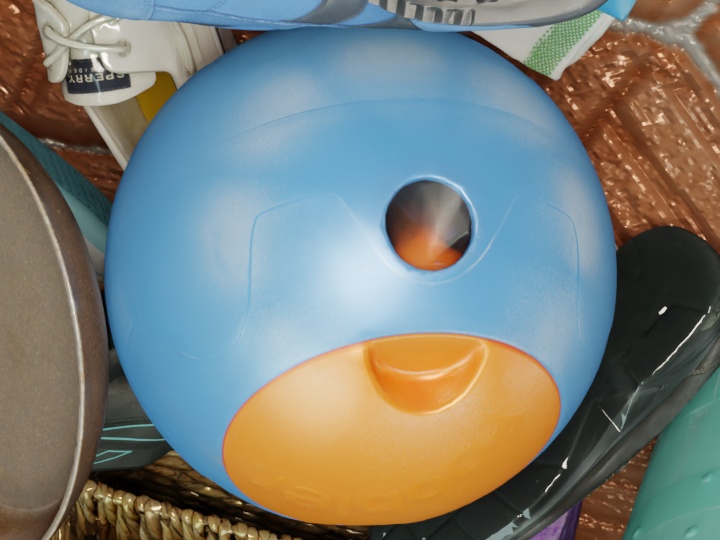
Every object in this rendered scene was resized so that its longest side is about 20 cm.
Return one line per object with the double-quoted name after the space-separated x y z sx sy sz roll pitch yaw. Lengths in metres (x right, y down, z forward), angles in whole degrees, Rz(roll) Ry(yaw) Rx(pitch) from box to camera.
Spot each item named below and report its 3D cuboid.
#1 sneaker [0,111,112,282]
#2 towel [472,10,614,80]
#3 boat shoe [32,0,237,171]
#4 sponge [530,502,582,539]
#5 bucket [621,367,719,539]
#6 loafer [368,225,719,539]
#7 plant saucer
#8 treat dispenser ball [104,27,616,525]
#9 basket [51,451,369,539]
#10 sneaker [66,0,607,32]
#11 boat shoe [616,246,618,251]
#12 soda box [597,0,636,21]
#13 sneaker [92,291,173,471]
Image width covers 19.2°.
-0.213 -0.027 0.961 0.200 0.080 0.131 41 101 -22 "sneaker"
0.028 -0.166 0.765 0.200 0.031 0.149 32 139 -9 "towel"
-0.099 -0.098 0.868 0.071 0.070 0.200 3 139 23 "boat shoe"
0.082 0.165 1.064 0.030 0.112 0.200 16 142 11 "sponge"
0.209 0.138 0.950 0.207 0.135 0.207 14 143 11 "bucket"
0.090 0.071 0.915 0.200 0.073 0.072 -41 144 12 "loafer"
-0.159 0.022 0.870 0.200 0.032 0.201 15 110 47 "plant saucer"
0.000 0.000 0.831 0.200 0.201 0.201 13 142 11 "treat dispenser ball"
-0.080 0.172 1.127 0.199 0.143 0.149 16 143 7 "basket"
-0.010 -0.109 0.686 0.199 0.066 0.078 4 179 13 "sneaker"
0.053 0.046 0.969 0.072 0.068 0.200 30 141 -10 "boat shoe"
0.099 -0.179 0.650 0.064 0.068 0.200 24 133 -2 "soda box"
-0.090 0.040 0.975 0.199 0.075 0.079 -18 133 -9 "sneaker"
